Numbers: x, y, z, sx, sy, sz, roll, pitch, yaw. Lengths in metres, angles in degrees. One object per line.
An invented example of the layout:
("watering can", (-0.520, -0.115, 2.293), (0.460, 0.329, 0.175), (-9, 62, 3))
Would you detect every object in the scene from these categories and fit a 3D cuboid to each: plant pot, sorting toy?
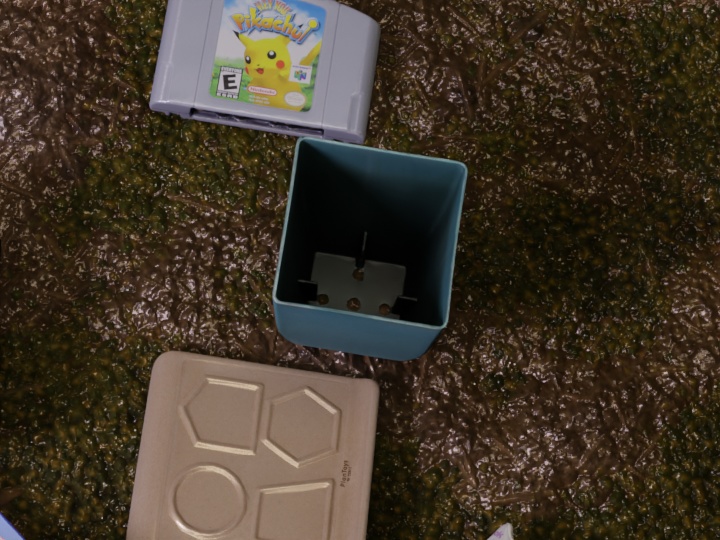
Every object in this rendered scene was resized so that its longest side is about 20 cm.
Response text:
("plant pot", (0.000, 0.000, 1.684), (0.140, 0.200, 0.143), (9, 71, -2))
("sorting toy", (-0.089, 0.167, 1.699), (0.198, 0.037, 0.187), (7, 61, -1))

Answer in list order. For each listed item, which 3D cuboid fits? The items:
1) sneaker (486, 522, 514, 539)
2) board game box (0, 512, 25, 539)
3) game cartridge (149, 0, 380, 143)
("sneaker", (0.179, 0.285, 1.672), (0.199, 0.075, 0.100), (31, 74, 6))
("board game box", (-0.354, 0.240, 1.660), (0.134, 0.045, 0.200), (-42, 80, -16))
("game cartridge", (-0.084, -0.193, 1.827), (0.198, 0.041, 0.135), (8, 68, -2))
